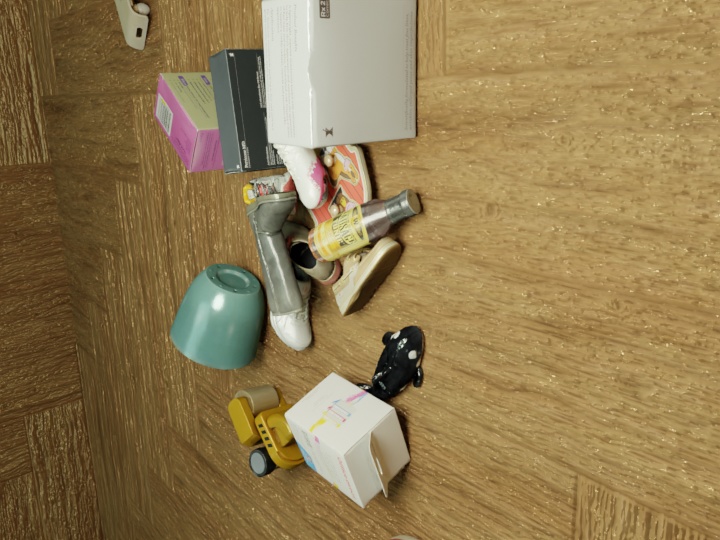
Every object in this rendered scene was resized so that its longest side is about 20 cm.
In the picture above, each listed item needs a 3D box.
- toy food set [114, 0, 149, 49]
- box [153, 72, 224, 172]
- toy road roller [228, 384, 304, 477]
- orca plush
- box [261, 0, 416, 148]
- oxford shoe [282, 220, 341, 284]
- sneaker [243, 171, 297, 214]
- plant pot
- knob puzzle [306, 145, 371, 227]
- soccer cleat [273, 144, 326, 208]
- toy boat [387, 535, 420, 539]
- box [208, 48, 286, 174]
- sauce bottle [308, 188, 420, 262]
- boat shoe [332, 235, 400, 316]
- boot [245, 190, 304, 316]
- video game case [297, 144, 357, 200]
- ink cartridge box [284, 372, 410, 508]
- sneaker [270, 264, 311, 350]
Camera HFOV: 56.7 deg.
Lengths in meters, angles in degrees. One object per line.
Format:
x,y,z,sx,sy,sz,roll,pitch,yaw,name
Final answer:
-0.587,-0.698,1.713,0.143,0.059,0.205,-34,72,63,toy food set
-0.270,-0.291,1.287,0.177,0.196,0.098,52,137,28,box
-0.176,0.322,1.417,0.146,0.121,0.203,-44,65,32,toy road roller
0.036,0.167,1.126,0.200,0.070,0.107,-43,67,49,orca plush
-0.028,-0.290,0.973,0.129,0.196,0.205,18,114,50,box
-0.118,-0.050,1.246,0.198,0.074,0.072,33,92,36,oxford shoe
-0.171,-0.141,1.264,0.199,0.080,0.080,-176,80,-66,sneaker
-0.296,0.086,1.449,0.200,0.197,0.164,42,119,37,plant pot
-0.046,-0.133,1.143,0.217,0.030,0.227,19,115,48,knob puzzle
-0.113,-0.198,1.127,0.070,0.084,0.205,-39,55,50,soccer cleat
0.080,0.565,1.136,0.203,0.128,0.131,58,138,23,toy boat
-0.181,-0.283,1.188,0.078,0.139,0.207,4,103,51,box
0.004,-0.074,1.060,0.197,0.065,0.068,-26,80,33,sauce bottle
0.000,0.000,1.123,0.070,0.073,0.201,55,139,17,boat shoe
-0.139,-0.026,1.159,0.181,0.071,0.206,164,97,-67,boot
-0.072,-0.210,1.198,0.198,0.022,0.188,20,116,48,video game case
-0.014,0.295,1.160,0.198,0.124,0.131,20,138,47,ink cartridge box
-0.131,0.055,1.312,0.098,0.077,0.206,-19,86,49,sneaker
